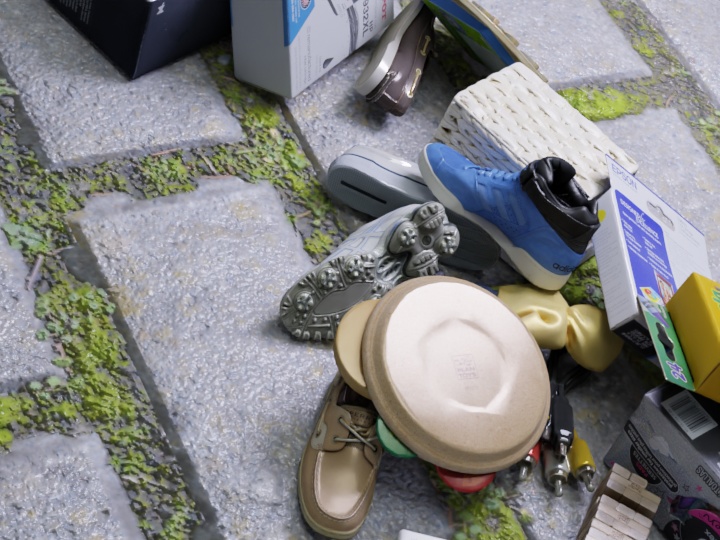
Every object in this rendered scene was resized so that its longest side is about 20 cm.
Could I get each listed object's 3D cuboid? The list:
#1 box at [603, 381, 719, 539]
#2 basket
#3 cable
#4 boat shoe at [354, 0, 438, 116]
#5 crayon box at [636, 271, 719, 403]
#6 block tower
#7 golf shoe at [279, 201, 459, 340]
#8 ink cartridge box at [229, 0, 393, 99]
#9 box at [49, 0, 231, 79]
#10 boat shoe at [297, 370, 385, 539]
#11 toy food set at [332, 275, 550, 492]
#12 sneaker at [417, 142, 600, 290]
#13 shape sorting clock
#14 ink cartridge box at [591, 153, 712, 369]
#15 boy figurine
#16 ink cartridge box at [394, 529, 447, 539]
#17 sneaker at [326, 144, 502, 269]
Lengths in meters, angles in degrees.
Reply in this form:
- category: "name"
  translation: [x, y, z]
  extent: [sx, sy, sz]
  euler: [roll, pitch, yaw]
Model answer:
- category: "box"
  translation: [0.348, 0.200, 1.522]
  extent: [0.131, 0.115, 0.200]
  euler: [-22, 60, -33]
- category: "basket"
  translation: [0.179, -0.106, 1.716]
  extent: [0.200, 0.124, 0.135]
  euler: [44, 49, 18]
- category: "cable"
  translation: [0.183, 0.136, 1.577]
  extent: [0.096, 0.051, 0.201]
  euler: [11, 34, 1]
- category: "boat shoe"
  translation: [0.052, -0.244, 1.827]
  extent: [0.059, 0.072, 0.201]
  euler: [40, 39, -12]
- category: "crayon box"
  translation: [0.361, 0.080, 1.503]
  extent: [0.199, 0.052, 0.126]
  euler: [23, 32, -21]
- category: "block tower"
  translation: [0.213, 0.267, 1.450]
  extent: [0.054, 0.058, 0.201]
  euler: [27, 47, 5]
- category: "golf shoe"
  translation: [0.000, 0.000, 1.595]
  extent: [0.199, 0.079, 0.097]
  euler: [-30, 20, -16]
- category: "ink cartridge box"
  translation: [-0.050, -0.302, 1.766]
  extent: [0.083, 0.146, 0.200]
  euler: [22, 44, 27]
- category: "box"
  translation: [-0.231, -0.339, 1.762]
  extent: [0.200, 0.118, 0.196]
  euler: [43, 49, 18]
- category: "boat shoe"
  translation: [-0.011, 0.147, 1.460]
  extent: [0.071, 0.065, 0.201]
  euler: [16, 47, -7]
- category: "toy food set"
  translation: [0.084, 0.098, 1.470]
  extent: [0.199, 0.049, 0.199]
  euler: [-21, 74, -35]
- category: "sneaker"
  translation: [0.152, -0.085, 1.599]
  extent: [0.200, 0.112, 0.076]
  euler: [46, 34, 21]
- category: "shape sorting clock"
  translation: [0.140, -0.268, 1.819]
  extent: [0.200, 0.200, 0.039]
  euler: [41, 90, 15]
- category: "ink cartridge box"
  translation: [0.302, 0.011, 1.644]
  extent: [0.197, 0.047, 0.201]
  euler: [33, 38, -39]
- category: "boy figurine"
  translation: [0.160, 0.047, 1.595]
  extent: [0.198, 0.065, 0.125]
  euler: [14, 20, -2]
- category: "ink cartridge box"
  translation: [0.080, 0.331, 1.322]
  extent: [0.145, 0.085, 0.201]
  euler: [15, 46, -9]
- category: "sneaker"
  translation: [0.064, -0.074, 1.679]
  extent: [0.199, 0.073, 0.071]
  euler: [31, 42, 3]
